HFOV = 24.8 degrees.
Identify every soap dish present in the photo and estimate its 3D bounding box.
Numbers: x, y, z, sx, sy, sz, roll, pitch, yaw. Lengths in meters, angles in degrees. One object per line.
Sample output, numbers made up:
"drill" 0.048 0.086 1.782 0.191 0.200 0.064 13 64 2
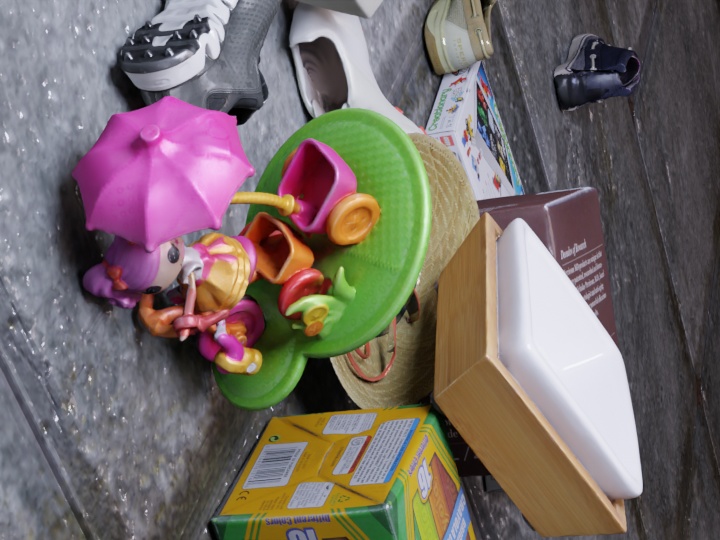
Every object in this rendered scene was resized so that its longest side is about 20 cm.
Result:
"soap dish" 0.115 0.071 1.100 0.158 0.081 0.201 51 20 -20

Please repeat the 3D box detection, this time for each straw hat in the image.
"straw hat" 0.000 0.000 1.161 0.200 0.084 0.204 -7 99 -53

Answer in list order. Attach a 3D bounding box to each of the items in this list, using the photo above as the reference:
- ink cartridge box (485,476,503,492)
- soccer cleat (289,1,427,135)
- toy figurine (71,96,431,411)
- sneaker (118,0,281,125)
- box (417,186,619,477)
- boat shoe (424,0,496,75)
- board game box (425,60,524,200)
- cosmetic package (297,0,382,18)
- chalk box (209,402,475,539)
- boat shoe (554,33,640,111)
"ink cartridge box" 0.162 0.120 1.591 0.200 0.043 0.176 8 76 -68
"soccer cleat" -0.002 -0.113 1.225 0.201 0.069 0.078 62 34 -29
"toy figurine" -0.087 -0.019 0.916 0.183 0.201 0.150 15 26 -47
"sneaker" -0.086 -0.141 1.019 0.201 0.066 0.091 -64 144 -50
"box" 0.107 0.048 1.307 0.164 0.164 0.202 -21 103 -67
"boat shoe" 0.109 -0.258 1.547 0.201 0.062 0.074 -70 146 -49
"board game box" 0.114 -0.085 1.546 0.127 0.034 0.201 -70 146 -48
"cosmetic package" -0.040 -0.272 1.082 0.104 0.087 0.200 -58 142 -13
"chalk box" 0.005 0.205 1.053 0.125 0.123 0.202 -59 136 -58
"boat shoe" 0.301 -0.245 1.993 0.200 0.092 0.075 -55 133 -60
